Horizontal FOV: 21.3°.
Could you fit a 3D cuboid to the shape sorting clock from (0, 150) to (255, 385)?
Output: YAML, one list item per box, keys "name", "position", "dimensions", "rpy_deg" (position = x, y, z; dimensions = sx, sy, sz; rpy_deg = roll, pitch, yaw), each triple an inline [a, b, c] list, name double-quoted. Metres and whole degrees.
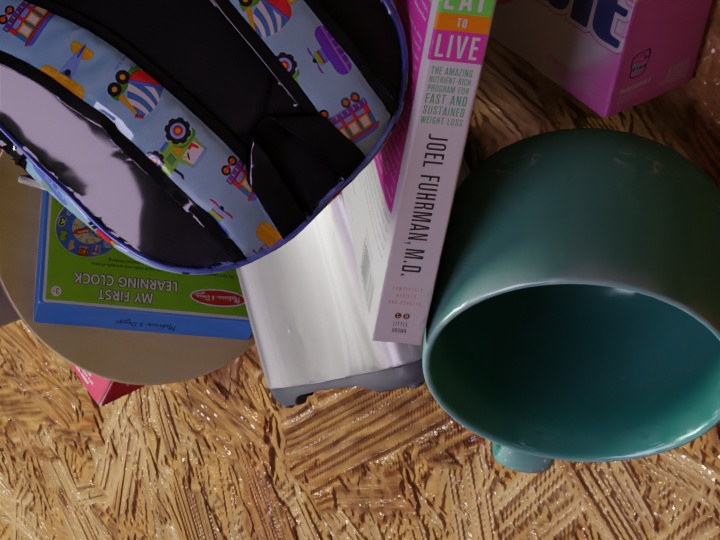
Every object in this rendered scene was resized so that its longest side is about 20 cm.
- name: "shape sorting clock"
  position: [-0.131, -0.030, 1.185]
  dimensions: [0.202, 0.199, 0.039]
  rpy_deg: [65, 158, 2]

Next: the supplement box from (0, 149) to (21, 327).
- name: "supplement box"
  position: [-0.254, -0.018, 1.202]
  dimensions: [0.103, 0.199, 0.102]
  rpy_deg: [8, 115, 49]

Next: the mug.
- name: "mug"
  position: [0.099, 0.010, 0.939]
  dimensions: [0.152, 0.115, 0.184]
  rpy_deg: [34, 138, -30]

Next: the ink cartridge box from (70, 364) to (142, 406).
- name: "ink cartridge box"
  position: [-0.162, -0.026, 1.322]
  dimensions: [0.146, 0.083, 0.200]
  rpy_deg: [54, 142, 17]

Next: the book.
- name: "book"
  position: [0.025, -0.087, 0.885]
  dimensions: [0.134, 0.047, 0.202]
  rpy_deg: [-99, 17, -54]

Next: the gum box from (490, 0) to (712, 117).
- name: "gum box"
  position: [0.082, -0.180, 0.931]
  dimensions: [0.200, 0.066, 0.114]
  rpy_deg: [41, 138, 32]

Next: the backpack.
- name: "backpack"
  position: [-0.080, -0.096, 0.863]
  dimensions: [0.200, 0.183, 0.135]
  rpy_deg: [44, 173, 6]

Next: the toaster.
- name: "toaster"
  position: [0.000, 0.000, 1.104]
  dimensions: [0.199, 0.113, 0.131]
  rpy_deg: [-14, 94, 57]
